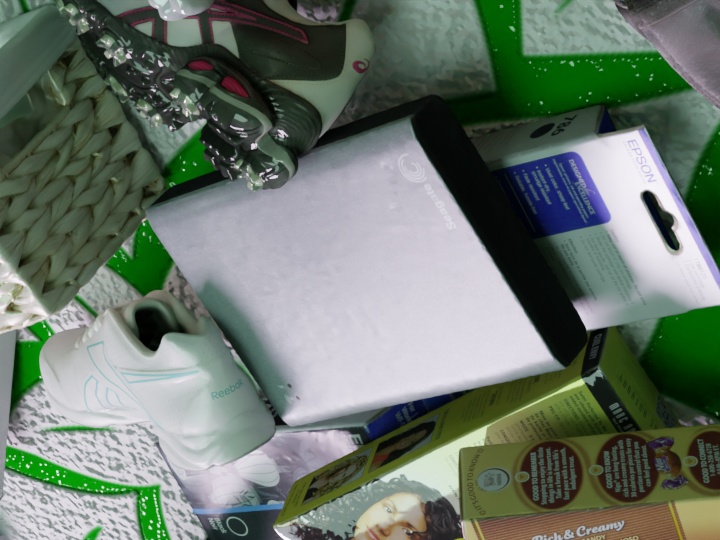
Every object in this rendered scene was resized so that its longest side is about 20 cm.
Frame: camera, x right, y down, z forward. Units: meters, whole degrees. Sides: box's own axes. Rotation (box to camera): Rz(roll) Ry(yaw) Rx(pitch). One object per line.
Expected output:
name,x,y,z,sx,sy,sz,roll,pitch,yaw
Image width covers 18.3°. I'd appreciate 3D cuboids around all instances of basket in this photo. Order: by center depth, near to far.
basket,-0.219,-0.035,1.188,0.200,0.136,0.124,-18,114,43

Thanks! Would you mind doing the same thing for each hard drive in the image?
hard drive,0.000,0.000,1.081,0.200,0.033,0.140,-16,113,47

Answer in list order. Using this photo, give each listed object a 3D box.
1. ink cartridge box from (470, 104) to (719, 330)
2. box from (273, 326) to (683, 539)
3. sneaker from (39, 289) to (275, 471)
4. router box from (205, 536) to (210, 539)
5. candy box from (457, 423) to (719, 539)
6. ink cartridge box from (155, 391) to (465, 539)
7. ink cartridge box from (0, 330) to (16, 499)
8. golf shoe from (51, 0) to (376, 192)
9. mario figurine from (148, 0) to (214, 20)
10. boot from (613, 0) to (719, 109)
ink cartridge box,0.082,-0.017,1.060,0.199,0.039,0.100,-11,116,42
box,0.058,0.105,1.122,0.200,0.050,0.075,-30,106,24
sneaker,-0.116,0.045,1.210,0.200,0.070,0.081,12,126,53
router box,-0.131,0.266,1.325,0.052,0.157,0.200,32,124,8
candy box,0.150,0.133,1.060,0.199,0.057,0.117,-6,127,5
ink cartridge box,-0.013,0.116,1.225,0.199,0.039,0.100,-10,117,39
ink cartridge box,-0.313,0.064,1.356,0.199,0.083,0.146,22,122,20
golf shoe,-0.075,-0.110,1.076,0.200,0.088,0.077,35,163,39
mario figurine,-0.063,-0.175,0.980,0.199,0.106,0.123,16,162,33
boot,0.159,-0.145,0.879,0.200,0.069,0.174,49,136,-11
